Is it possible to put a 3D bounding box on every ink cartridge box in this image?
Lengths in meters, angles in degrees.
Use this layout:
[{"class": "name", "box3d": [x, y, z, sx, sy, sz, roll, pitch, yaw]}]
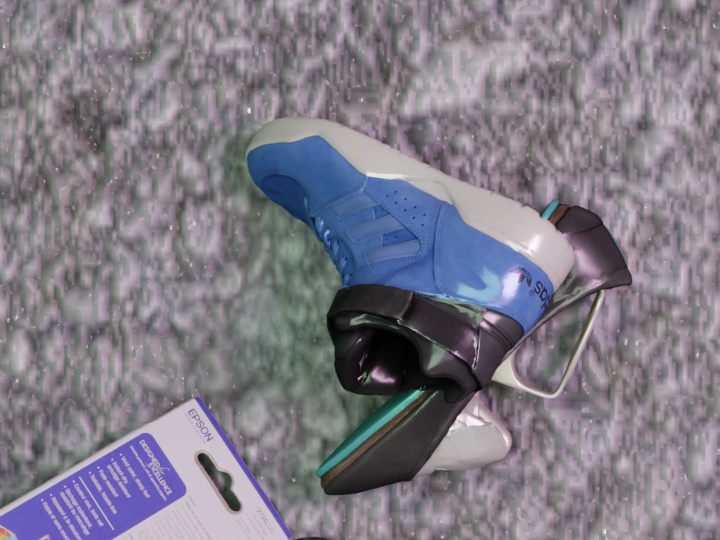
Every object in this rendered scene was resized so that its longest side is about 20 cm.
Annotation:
[{"class": "ink cartridge box", "box3d": [-0.140, 0.152, 1.483, 0.200, 0.037, 0.095, -30, 82, -27]}]

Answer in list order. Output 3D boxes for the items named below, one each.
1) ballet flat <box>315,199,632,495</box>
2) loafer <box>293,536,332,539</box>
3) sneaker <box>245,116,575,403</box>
[{"class": "ballet flat", "box3d": [0.063, 0.055, 1.459, 0.068, 0.068, 0.200, 41, 100, 1]}, {"class": "loafer", "box3d": [0.035, 0.199, 1.461, 0.200, 0.072, 0.073, 19, 94, 12]}, {"class": "sneaker", "box3d": [0.000, -0.001, 1.432, 0.200, 0.077, 0.111, 24, 71, 32]}]
